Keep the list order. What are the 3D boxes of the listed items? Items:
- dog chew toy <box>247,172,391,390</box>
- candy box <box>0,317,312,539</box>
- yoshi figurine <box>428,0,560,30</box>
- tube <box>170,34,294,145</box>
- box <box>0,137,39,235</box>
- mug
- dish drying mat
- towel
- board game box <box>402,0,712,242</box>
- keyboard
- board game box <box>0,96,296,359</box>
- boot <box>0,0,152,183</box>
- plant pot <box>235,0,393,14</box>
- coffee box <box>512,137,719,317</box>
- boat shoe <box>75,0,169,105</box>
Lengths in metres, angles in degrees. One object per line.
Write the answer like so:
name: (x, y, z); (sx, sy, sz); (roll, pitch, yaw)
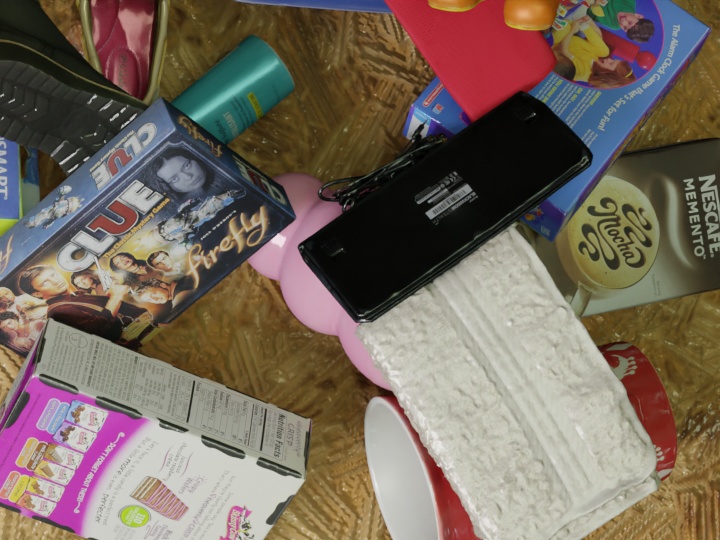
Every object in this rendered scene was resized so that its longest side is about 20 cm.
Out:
dog chew toy: (0.000, 0.000, 1.378); (0.199, 0.125, 0.125); (30, 83, 15)
candy box: (-0.150, 0.128, 1.343); (0.199, 0.061, 0.137); (23, 130, -14)
yoshi figurine: (0.087, -0.250, 1.189); (0.111, 0.112, 0.202); (-4, 115, -21)
tube: (-0.136, -0.086, 1.380); (0.200, 0.078, 0.050); (-41, 56, -12)
box: (-0.306, -0.088, 1.302); (0.198, 0.048, 0.123); (2, 77, -25)
mug: (0.126, 0.135, 1.402); (0.198, 0.177, 0.135); (-15, 109, -19)
dish drying mat: (0.058, -0.183, 1.293); (0.077, 0.018, 0.200); (-36, 128, 5)
towel: (0.099, 0.086, 1.281); (0.132, 0.034, 0.201); (-32, 85, -10)
board game box: (0.142, -0.136, 1.410); (0.134, 0.045, 0.200); (36, 65, 9)
keyboard: (0.053, -0.047, 1.322); (0.199, 0.040, 0.104); (-34, 63, -12)
board game box: (-0.159, -0.013, 1.311); (0.200, 0.035, 0.135); (-39, 138, 15)
boot: (-0.195, -0.132, 1.299); (0.077, 0.139, 0.200); (-38, 139, 14)
plant pot: (-0.021, -0.283, 1.324); (0.198, 0.200, 0.181); (2, 120, -16)
coffee box: (0.174, -0.027, 1.453); (0.198, 0.080, 0.114); (-11, 93, -14)
boat shoe: (-0.163, -0.200, 1.363); (0.073, 0.069, 0.202); (-5, 93, -15)
